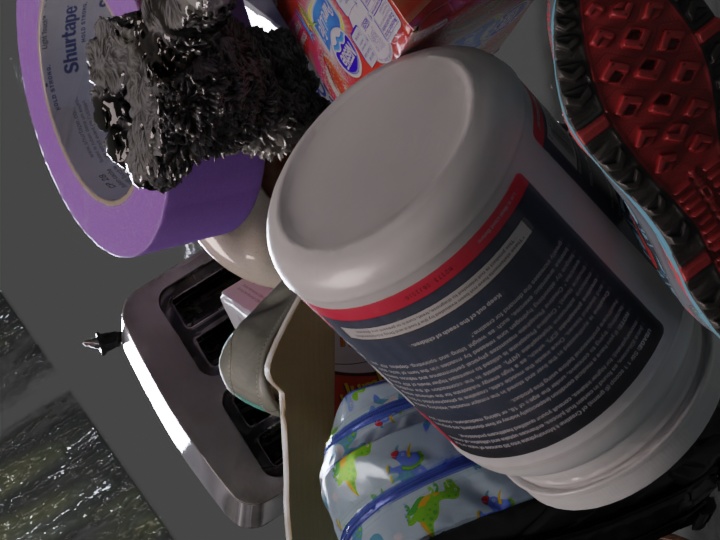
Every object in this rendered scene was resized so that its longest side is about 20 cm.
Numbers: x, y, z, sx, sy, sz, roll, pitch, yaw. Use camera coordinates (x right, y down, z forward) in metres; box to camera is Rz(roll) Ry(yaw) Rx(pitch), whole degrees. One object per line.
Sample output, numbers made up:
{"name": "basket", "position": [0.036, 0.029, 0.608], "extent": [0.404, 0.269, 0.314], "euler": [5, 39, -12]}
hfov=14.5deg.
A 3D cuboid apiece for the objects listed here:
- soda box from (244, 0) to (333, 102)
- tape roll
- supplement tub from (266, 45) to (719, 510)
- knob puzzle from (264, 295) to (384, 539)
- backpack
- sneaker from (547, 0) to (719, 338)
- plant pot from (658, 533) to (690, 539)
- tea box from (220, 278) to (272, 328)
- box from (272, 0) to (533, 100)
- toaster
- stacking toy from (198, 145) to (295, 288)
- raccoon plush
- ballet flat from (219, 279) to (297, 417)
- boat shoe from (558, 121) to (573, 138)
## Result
{"name": "soda box", "position": [-0.007, -0.129, 1.595], "extent": [0.200, 0.068, 0.064], "euler": [41, 159, 56]}
{"name": "tape roll", "position": [-0.128, -0.111, 1.626], "extent": [0.200, 0.065, 0.201], "euler": [39, 136, 51]}
{"name": "supplement tub", "position": [0.065, 0.006, 1.304], "extent": [0.200, 0.140, 0.140], "euler": [45, 177, -33]}
{"name": "knob puzzle", "position": [0.039, 0.050, 1.581], "extent": [0.220, 0.219, 0.030], "euler": [62, 164, -11]}
{"name": "backpack", "position": [0.079, 0.107, 1.501], "extent": [0.154, 0.200, 0.163], "euler": [55, 166, 15]}
{"name": "sneaker", "position": [0.129, -0.050, 1.239], "extent": [0.200, 0.079, 0.096], "euler": [63, 169, -14]}
{"name": "plant pot", "position": [0.174, 0.272, 1.636], "extent": [0.187, 0.187, 0.200], "euler": [50, 180, 35]}
{"name": "tea box", "position": [0.036, 0.082, 1.761], "extent": [0.197, 0.133, 0.200], "euler": [63, 167, -19]}
{"name": "box", "position": [0.023, -0.150, 1.371], "extent": [0.100, 0.095, 0.200], "euler": [59, 168, 6]}
{"name": "toaster", "position": [-0.064, 0.064, 1.960], "extent": [0.181, 0.200, 0.119], "euler": [58, 172, 9]}
{"name": "stacking toy", "position": [-0.038, -0.060, 1.779], "extent": [0.146, 0.146, 0.200], "euler": [59, 180, 1]}
{"name": "raccoon plush", "position": [-0.053, -0.106, 1.455], "extent": [0.200, 0.134, 0.097], "euler": [-29, 76, 62]}
{"name": "ballet flat", "position": [0.000, 0.000, 1.609], "extent": [0.064, 0.200, 0.067], "euler": [34, 175, 46]}
{"name": "boat shoe", "position": [0.039, -0.053, 1.461], "extent": [0.068, 0.074, 0.199], "euler": [52, 149, -18]}
